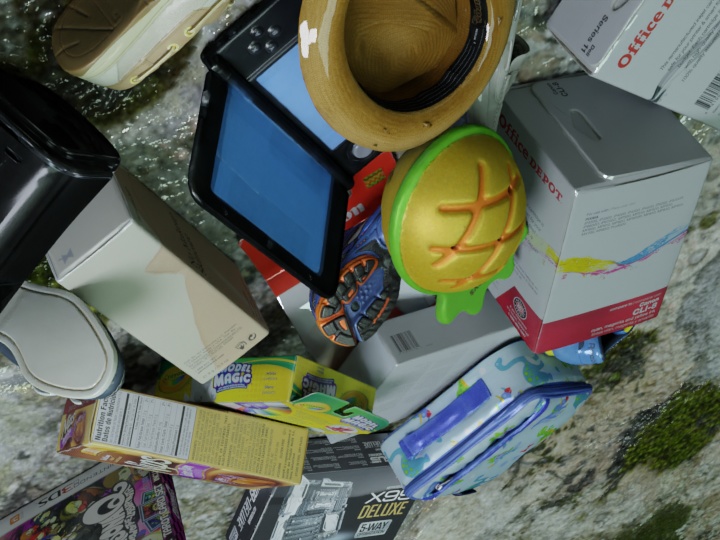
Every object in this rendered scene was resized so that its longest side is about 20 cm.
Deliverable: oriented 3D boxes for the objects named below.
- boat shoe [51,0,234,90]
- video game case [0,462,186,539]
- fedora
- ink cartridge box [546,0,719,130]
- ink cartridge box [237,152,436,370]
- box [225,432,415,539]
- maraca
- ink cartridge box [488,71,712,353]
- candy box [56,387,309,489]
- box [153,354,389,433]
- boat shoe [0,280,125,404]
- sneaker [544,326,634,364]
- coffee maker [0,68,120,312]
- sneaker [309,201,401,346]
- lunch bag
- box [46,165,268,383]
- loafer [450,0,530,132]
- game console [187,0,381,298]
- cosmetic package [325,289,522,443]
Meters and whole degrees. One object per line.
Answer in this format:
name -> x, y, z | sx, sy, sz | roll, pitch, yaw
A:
boat shoe -> -0.121, -0.201, 0.892 | 0.200, 0.074, 0.066 | -37, 153, 11
video game case -> -0.249, 0.259, 1.199 | 0.181, 0.200, 0.036 | -30, 122, 1
fedora -> 0.021, -0.186, 0.939 | 0.200, 0.082, 0.202 | -21, 129, -29
ink cartridge box -> 0.276, -0.217, 1.095 | 0.199, 0.083, 0.147 | 14, 121, -40
ink cartridge box -> 0.000, 0.000, 1.191 | 0.162, 0.050, 0.200 | -31, 144, 1
box -> -0.033, 0.252, 1.440 | 0.199, 0.050, 0.158 | 0, 132, -31
maraca -> 0.082, -0.036, 1.056 | 0.137, 0.107, 0.200 | -45, 142, -11
ink cartridge box -> 0.198, -0.057, 1.173 | 0.144, 0.146, 0.201 | -14, 139, -20
candy box -> -0.161, 0.154, 1.174 | 0.199, 0.057, 0.117 | 16, 162, -23
box -> -0.079, 0.114, 1.177 | 0.199, 0.049, 0.117 | -3, 159, 39
boat shoe -> -0.239, 0.055, 0.995 | 0.062, 0.199, 0.075 | 43, 70, -48
sneaker -> 0.260, 0.024, 1.294 | 0.200, 0.078, 0.066 | -46, 131, -33
coffee maker -> -0.271, -0.026, 0.885 | 0.134, 0.192, 0.200 | 35, 104, -14
sneaker -> 0.021, -0.029, 1.126 | 0.200, 0.078, 0.075 | -47, 118, -9
lunch bag -> 0.127, 0.154, 1.325 | 0.200, 0.083, 0.160 | -42, 155, 24
box -> -0.168, 0.001, 1.055 | 0.078, 0.095, 0.200 | -36, 142, 7
loafer -> 0.104, -0.169, 1.056 | 0.069, 0.070, 0.201 | -13, 137, -9
game console -> -0.028, -0.103, 1.009 | 0.176, 0.117, 0.200 | -38, 141, 11
cosmetic package -> 0.066, 0.088, 1.270 | 0.199, 0.052, 0.151 | -14, 152, -37
